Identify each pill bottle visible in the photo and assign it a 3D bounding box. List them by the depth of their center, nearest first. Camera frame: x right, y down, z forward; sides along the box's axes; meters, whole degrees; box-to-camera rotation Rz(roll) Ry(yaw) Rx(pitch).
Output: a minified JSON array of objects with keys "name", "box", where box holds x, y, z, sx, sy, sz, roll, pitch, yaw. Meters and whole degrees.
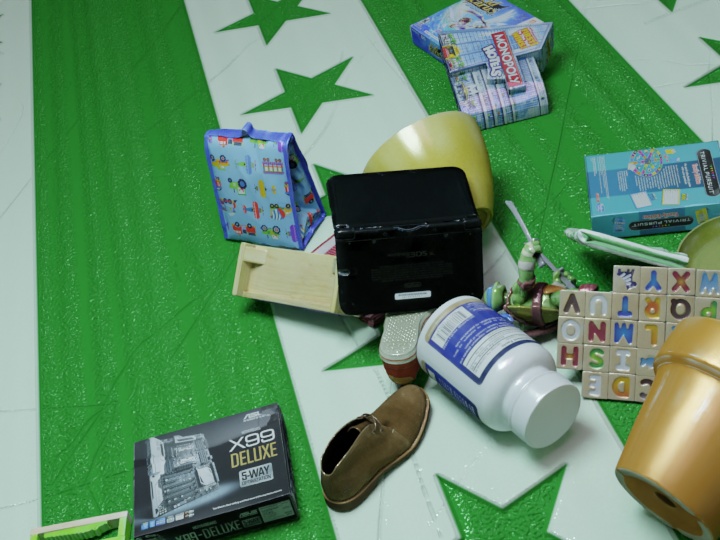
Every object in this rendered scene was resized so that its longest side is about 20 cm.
[{"name":"pill bottle","box":[0.172,0.128,1.354,0.119,0.120,0.200,-32,43,-18]}]

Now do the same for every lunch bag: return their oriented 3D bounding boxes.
[{"name":"lunch bag","box":[-0.158,-0.143,1.711,0.150,0.201,0.094,8,45,25]}]

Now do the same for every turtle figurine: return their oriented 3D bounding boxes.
[{"name":"turtle figurine","box":[0.269,0.001,1.453,0.193,0.145,0.201,11,50,23]}]

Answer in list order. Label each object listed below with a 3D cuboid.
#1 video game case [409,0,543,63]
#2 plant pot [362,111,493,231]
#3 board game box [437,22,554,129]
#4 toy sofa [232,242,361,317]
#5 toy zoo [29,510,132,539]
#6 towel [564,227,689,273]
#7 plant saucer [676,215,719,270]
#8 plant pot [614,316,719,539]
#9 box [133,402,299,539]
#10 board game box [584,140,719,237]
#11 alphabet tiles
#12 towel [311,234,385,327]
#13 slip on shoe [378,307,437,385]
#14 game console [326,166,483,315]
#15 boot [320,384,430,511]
[{"name":"video game case","box":[0.220,-0.451,2.066,0.180,0.046,0.200,-27,41,-15]},{"name":"plant pot","box":[0.120,-0.116,1.623,0.199,0.200,0.143,-24,65,-10]},{"name":"board game box","box":[0.253,-0.351,1.891,0.198,0.062,0.201,-15,55,3]},{"name":"toy sofa","box":[-0.080,0.014,1.586,0.199,0.097,0.084,8,87,34]},{"name":"toy zoo","box":[-0.346,0.385,1.303,0.130,0.021,0.201,-12,40,5]},{"name":"towel","box":[0.349,-0.032,1.440,0.151,0.024,0.200,15,6,7]},{"name":"plant saucer","box":[0.526,-0.005,1.461,0.198,0.031,0.201,-9,39,8]},{"name":"plant pot","box":[0.379,0.184,1.183,0.200,0.201,0.183,29,71,40]},{"name":"box","box":[-0.184,0.261,1.370,0.198,0.050,0.158,-15,40,1]},{"name":"board game box","box":[0.437,-0.119,1.609,0.198,0.047,0.152,-5,41,12]},{"name":"alphabet tiles","box":[0.343,0.079,1.349,0.198,0.169,0.008,3,1,21]},{"name":"towel","box":[0.000,0.000,1.635,0.144,0.023,0.199,-39,45,-26]},{"name":"slip on shoe","box":[0.068,0.085,1.487,0.073,0.062,0.200,0,29,14]},{"name":"game console","box":[0.060,-0.042,1.501,0.198,0.177,0.116,-5,14,-5]},{"name":"boot","box":[0.020,0.203,1.354,0.073,0.076,0.200,16,48,35]}]
